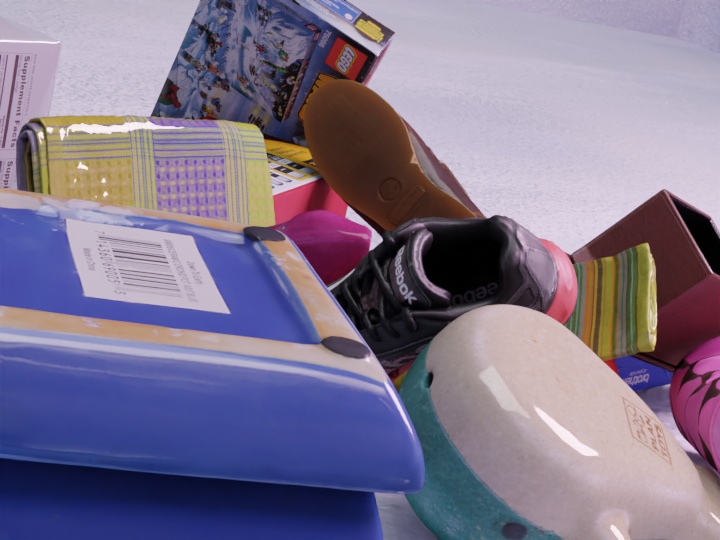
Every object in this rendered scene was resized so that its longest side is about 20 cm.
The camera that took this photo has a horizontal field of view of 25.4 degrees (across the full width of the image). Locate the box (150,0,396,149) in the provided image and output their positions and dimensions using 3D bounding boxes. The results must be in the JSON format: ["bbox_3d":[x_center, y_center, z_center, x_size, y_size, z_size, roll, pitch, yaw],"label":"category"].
[{"bbox_3d":[-0.074,-0.139,1.216,0.137,0.200,0.040,34,44,2],"label":"box"}]

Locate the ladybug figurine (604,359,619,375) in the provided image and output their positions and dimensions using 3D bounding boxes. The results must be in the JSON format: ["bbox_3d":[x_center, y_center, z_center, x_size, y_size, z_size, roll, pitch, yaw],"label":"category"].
[{"bbox_3d":[0.098,0.056,0.975,0.136,0.072,0.200,12,16,-7],"label":"ladybug figurine"}]

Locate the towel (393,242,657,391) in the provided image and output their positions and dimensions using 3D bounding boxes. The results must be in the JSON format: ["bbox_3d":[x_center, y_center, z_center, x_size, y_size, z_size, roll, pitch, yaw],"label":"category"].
[{"bbox_3d":[0.069,0.033,0.909,0.200,0.018,0.086,-12,33,17],"label":"towel"}]

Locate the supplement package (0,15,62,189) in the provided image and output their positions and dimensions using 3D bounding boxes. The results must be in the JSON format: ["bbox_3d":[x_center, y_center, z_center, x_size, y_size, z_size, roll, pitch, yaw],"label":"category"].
[{"bbox_3d":[-0.319,-0.093,0.985,0.152,0.151,0.200,24,19,34],"label":"supplement package"}]

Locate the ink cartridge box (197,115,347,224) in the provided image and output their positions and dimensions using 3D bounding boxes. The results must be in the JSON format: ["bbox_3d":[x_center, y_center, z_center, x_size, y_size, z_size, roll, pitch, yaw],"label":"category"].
[{"bbox_3d":[-0.080,-0.038,1.126,0.176,0.084,0.200,18,16,14],"label":"ink cartridge box"}]

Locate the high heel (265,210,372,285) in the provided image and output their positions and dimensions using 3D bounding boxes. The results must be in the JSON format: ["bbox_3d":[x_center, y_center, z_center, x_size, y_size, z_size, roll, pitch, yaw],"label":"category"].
[{"bbox_3d":[0.000,0.000,1.001,0.096,0.067,0.200,-1,-15,25],"label":"high heel"}]

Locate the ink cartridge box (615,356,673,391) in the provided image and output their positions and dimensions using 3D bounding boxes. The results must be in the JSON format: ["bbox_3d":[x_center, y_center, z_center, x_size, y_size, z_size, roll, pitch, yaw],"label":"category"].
[{"bbox_3d":[0.121,0.028,1.139,0.094,0.044,0.200,-5,25,-45],"label":"ink cartridge box"}]

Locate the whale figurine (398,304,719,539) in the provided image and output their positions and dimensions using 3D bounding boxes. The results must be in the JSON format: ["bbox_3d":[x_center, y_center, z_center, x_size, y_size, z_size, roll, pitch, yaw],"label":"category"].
[{"bbox_3d":[0.101,0.105,0.801,0.200,0.104,0.159,30,31,-27],"label":"whale figurine"}]

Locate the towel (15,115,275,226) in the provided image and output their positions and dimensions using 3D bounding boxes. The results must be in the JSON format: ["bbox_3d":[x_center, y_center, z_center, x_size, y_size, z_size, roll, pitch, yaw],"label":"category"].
[{"bbox_3d":[-0.121,-0.019,0.933,0.023,0.144,0.200,-2,4,38],"label":"towel"}]

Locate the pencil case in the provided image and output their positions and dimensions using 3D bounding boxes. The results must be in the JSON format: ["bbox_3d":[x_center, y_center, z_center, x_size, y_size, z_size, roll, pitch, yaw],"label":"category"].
[{"bbox_3d":[0.231,0.078,0.906,0.091,0.094,0.200,44,3,-1],"label":"pencil case"}]

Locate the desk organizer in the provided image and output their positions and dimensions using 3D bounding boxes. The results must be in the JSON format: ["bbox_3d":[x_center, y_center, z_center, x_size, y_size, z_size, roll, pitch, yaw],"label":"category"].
[{"bbox_3d":[0.221,0.019,1.028,0.200,0.077,0.072,20,39,-51],"label":"desk organizer"}]

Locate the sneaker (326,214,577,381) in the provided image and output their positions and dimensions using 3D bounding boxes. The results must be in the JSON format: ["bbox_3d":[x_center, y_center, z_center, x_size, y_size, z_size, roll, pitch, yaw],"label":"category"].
[{"bbox_3d":[0.013,0.021,0.855,0.200,0.071,0.098,-20,-26,10],"label":"sneaker"}]

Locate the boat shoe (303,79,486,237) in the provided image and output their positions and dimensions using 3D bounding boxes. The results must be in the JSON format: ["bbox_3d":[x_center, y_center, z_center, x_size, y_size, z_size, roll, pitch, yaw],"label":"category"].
[{"bbox_3d":[0.033,-0.050,1.109,0.200,0.070,0.070,54,9,27],"label":"boat shoe"}]

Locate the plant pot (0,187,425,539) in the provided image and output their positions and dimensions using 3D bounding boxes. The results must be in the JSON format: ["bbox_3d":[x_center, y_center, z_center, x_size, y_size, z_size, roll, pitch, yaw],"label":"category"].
[{"bbox_3d":[-0.093,0.079,0.540,0.200,0.180,0.200,8,17,-18],"label":"plant pot"}]
